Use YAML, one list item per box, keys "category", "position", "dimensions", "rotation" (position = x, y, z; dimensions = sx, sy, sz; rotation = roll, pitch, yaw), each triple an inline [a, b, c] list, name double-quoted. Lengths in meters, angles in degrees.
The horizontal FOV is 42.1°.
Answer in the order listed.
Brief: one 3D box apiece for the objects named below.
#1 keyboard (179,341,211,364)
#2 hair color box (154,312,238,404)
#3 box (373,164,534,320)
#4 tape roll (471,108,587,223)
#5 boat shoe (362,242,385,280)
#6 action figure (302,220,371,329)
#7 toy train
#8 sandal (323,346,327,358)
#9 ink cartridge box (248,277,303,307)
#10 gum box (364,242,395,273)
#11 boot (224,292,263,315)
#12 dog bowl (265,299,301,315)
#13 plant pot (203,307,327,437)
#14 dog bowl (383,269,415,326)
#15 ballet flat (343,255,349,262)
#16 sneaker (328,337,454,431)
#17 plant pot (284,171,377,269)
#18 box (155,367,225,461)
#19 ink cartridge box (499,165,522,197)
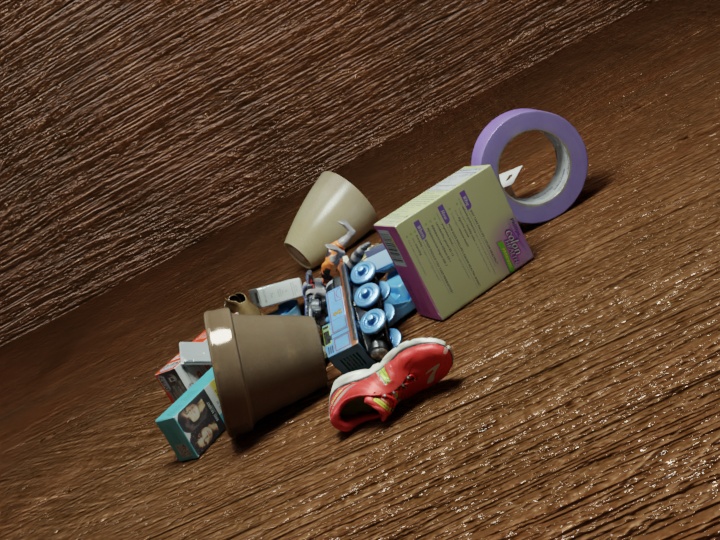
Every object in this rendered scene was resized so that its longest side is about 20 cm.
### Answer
- category: "keyboard"
  position: [-0.226, 0.149, 1.686]
  dimensions: [0.198, 0.011, 0.056]
  rotation: [2, 33, -17]
- category: "hair color box"
  position: [-0.276, 0.178, 1.735]
  dimensions: [0.064, 0.112, 0.200]
  rotation: [-20, 16, 37]
- category: "box"
  position: [0.154, -0.049, 1.542]
  dimensions: [0.199, 0.177, 0.097]
  rotation: [-33, 15, -15]
- category: "tape roll"
  position: [0.306, -0.191, 1.704]
  dimensions: [0.199, 0.201, 0.085]
  rotation: [-28, 14, 2]
- category: "boat shoe"
  position: [0.000, 0.000, 1.812]
  dimensions: [0.200, 0.063, 0.073]
  rotation: [-44, -22, -11]
- category: "action figure"
  position: [-0.050, 0.033, 1.697]
  dimensions: [0.103, 0.195, 0.201]
  rotation: [10, 29, -7]
- category: "toy train"
  position: [-0.006, 0.071, 1.500]
  dimensions: [0.113, 0.087, 0.201]
  rotation: [-25, 45, 13]
- category: "sandal"
  position: [-0.103, 0.134, 1.666]
  dimensions: [0.080, 0.054, 0.200]
  rotation: [-29, 14, 1]
- category: "ink cartridge box"
  position: [-0.138, 0.037, 1.945]
  dimensions: [0.172, 0.044, 0.200]
  rotation: [-16, 1, -12]
- category: "gum box"
  position: [0.121, -0.045, 1.720]
  dimensions: [0.169, 0.045, 0.200]
  rotation: [-24, -11, 19]
- category: "boot"
  position: [-0.251, 0.077, 1.919]
  dimensions: [0.073, 0.076, 0.200]
  rotation: [-35, 14, -19]
- category: "dog bowl"
  position: [-0.202, 0.126, 1.903]
  dimensions: [0.199, 0.050, 0.112]
  rotation: [-25, 14, 19]
- category: "plant pot"
  position: [-0.146, 0.147, 1.484]
  dimensions: [0.173, 0.202, 0.200]
  rotation: [-11, 12, -7]
- category: "dog bowl"
  position: [0.053, 0.051, 1.630]
  dimensions: [0.199, 0.050, 0.111]
  rotation: [-34, 14, -21]
- category: "ballet flat"
  position: [-0.021, 0.007, 1.921]
  dimensions: [0.067, 0.071, 0.200]
  rotation: [-28, 14, -13]
- category: "sneaker"
  position: [0.043, 0.163, 1.263]
  dimensions: [0.199, 0.077, 0.085]
  rotation: [-31, 23, 21]
- category: "plant pot"
  position: [-0.091, -0.107, 2.305]
  dimensions: [0.200, 0.188, 0.187]
  rotation: [-48, 19, -16]
- category: "box"
  position: [-0.251, 0.225, 1.574]
  dimensions: [0.049, 0.083, 0.200]
  rotation: [-17, 18, 37]
- category: "ink cartridge box"
  position: [0.244, -0.131, 1.890]
  dimensions: [0.199, 0.068, 0.115]
  rotation: [-22, 15, 29]
